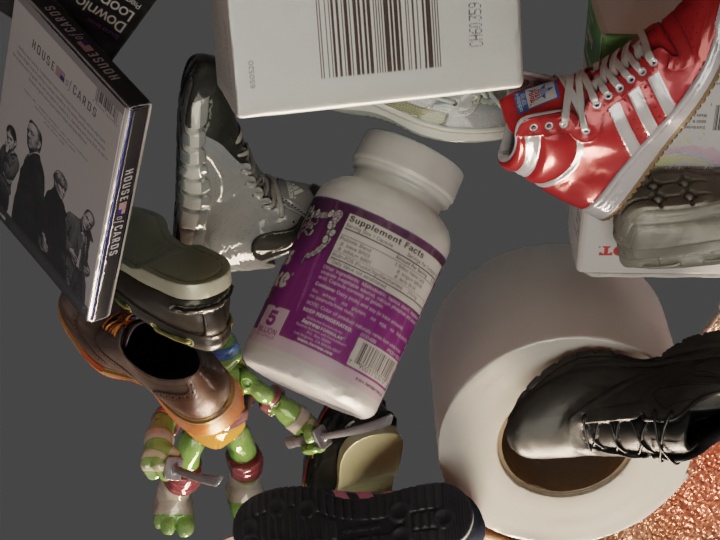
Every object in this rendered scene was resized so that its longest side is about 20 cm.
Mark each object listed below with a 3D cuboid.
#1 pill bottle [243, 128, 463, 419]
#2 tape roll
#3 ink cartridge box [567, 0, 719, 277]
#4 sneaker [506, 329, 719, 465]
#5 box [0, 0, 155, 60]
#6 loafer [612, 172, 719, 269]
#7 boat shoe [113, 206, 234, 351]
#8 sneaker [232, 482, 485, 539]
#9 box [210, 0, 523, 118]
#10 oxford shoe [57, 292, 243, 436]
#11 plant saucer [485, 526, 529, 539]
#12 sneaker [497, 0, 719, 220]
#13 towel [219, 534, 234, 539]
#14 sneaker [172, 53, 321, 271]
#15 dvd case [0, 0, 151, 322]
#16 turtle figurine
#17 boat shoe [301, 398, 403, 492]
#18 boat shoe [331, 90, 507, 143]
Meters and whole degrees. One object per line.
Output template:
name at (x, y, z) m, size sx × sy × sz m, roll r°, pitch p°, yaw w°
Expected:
pill bottle at (0.000, 0.000, 1.391) m, size 0.112 × 0.112 × 0.200 m, roll 28°, pitch 80°, yaw -18°
tape roll at (0.157, 0.098, 1.482) m, size 0.202 × 0.139 × 0.203 m, roll -1°, pitch 122°, yaw -2°
ink cartridge box at (0.237, -0.100, 1.393) m, size 0.145 × 0.084 × 0.200 m, roll 1°, pitch 121°, yaw -2°
sneaker at (0.203, 0.103, 1.353) m, size 0.200 × 0.091 × 0.076 m, roll -16°, pitch 123°, yaw 10°
box at (-0.189, -0.253, 1.315) m, size 0.143 × 0.036 × 0.200 m, roll 31°, pitch 117°, yaw -19°
loafer at (0.284, -0.034, 1.351) m, size 0.200 × 0.070 × 0.070 m, roll -1°, pitch 127°, yaw 4°
boat shoe at (-0.160, 0.003, 1.386) m, size 0.072 × 0.201 × 0.061 m, roll -20°, pitch 118°, yaw -27°
sneaker at (0.002, 0.207, 1.449) m, size 0.200 × 0.070 × 0.082 m, roll -2°, pitch 159°, yaw 20°
box at (-0.003, -0.218, 1.245) m, size 0.199 × 0.131 × 0.200 m, roll -7°, pitch 107°, yaw -9°
oxford shoe at (-0.169, 0.049, 1.424) m, size 0.071 × 0.200 × 0.073 m, roll -48°, pitch 143°, yaw -18°
plant saucer at (0.091, 0.276, 1.546) m, size 0.200 × 0.037 × 0.200 m, roll 7°, pitch 129°, yaw 9°
sneaker at (0.170, -0.131, 1.284) m, size 0.112 × 0.071 × 0.200 m, roll 22°, pitch 121°, yaw -15°
towel at (-0.021, 0.274, 1.613) m, size 0.191 × 0.032 × 0.200 m, roll -14°, pitch 139°, yaw 5°
sneaker at (-0.082, -0.079, 1.412) m, size 0.115 × 0.075 × 0.200 m, roll 1°, pitch 132°, yaw -8°
dvd case at (-0.214, -0.083, 1.338) m, size 0.025 × 0.150 × 0.200 m, roll -19°, pitch 142°, yaw -37°
turtle figurine at (-0.104, 0.154, 1.491) m, size 0.200 × 0.144 × 0.194 m, roll 34°, pitch 141°, yaw 20°
boat shoe at (-0.013, 0.176, 1.573) m, size 0.074 × 0.063 × 0.202 m, roll -6°, pitch 138°, yaw -22°
boat shoe at (0.040, -0.146, 1.368) m, size 0.202 × 0.074 × 0.065 m, roll 13°, pitch 125°, yaw -2°
